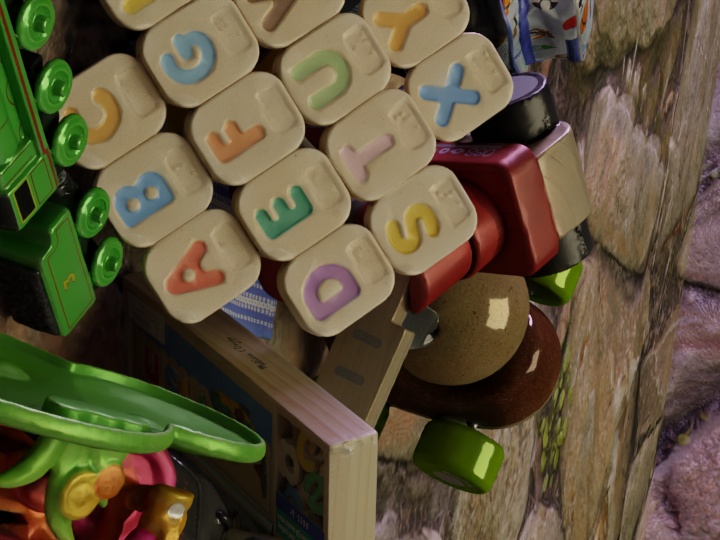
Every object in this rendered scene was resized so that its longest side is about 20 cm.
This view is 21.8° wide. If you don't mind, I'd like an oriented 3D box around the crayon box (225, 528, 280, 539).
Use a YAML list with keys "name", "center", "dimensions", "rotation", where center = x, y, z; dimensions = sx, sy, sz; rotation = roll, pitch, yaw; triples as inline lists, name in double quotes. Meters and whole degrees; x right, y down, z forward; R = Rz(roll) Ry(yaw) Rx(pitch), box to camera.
- name: "crayon box"
  center: [-0.101, 0.207, 0.844]
  dimensions: [0.052, 0.125, 0.201]
  rotation: [-46, 141, -60]

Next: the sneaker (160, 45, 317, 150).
- name: "sneaker"
  center: [-0.054, -0.140, 0.882]
  dimensions: [0.075, 0.090, 0.201]
  rotation: [-53, 148, -56]

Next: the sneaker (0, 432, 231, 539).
- name: "sneaker"
  center: [-0.089, 0.130, 0.751]
  dimensions: [0.071, 0.098, 0.201]
  rotation: [-59, -139, 41]

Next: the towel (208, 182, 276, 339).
- name: "towel"
  center: [-0.057, -0.066, 1.021]
  dimensions: [0.145, 0.024, 0.201]
  rotation: [28, 72, -71]

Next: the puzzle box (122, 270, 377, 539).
- name: "puzzle box"
  center: [-0.056, 0.094, 0.863]
  dimensions: [0.025, 0.200, 0.134]
  rotation: [-13, 117, -29]

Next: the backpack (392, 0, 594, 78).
- name: "backpack"
  center: [0.072, -0.196, 1.166]
  dimensions: [0.191, 0.153, 0.201]
  rotation: [91, 6, -78]

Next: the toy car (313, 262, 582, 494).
- name: "toy car"
  center: [0.041, 0.020, 1.131]
  dimensions: [0.200, 0.157, 0.165]
  rotation: [65, 47, -68]

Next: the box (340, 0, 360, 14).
- name: "box"
  center: [0.027, -0.247, 0.990]
  dimensions: [0.158, 0.051, 0.201]
  rotation: [154, -56, -67]

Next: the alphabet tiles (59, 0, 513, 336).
- name: "alphabet tiles"
  center: [-0.032, -0.077, 0.833]
  dimensions: [0.200, 0.195, 0.015]
  rotation: [59, -15, -11]

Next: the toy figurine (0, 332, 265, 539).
- name: "toy figurine"
  center: [-0.146, 0.117, 0.640]
  dimensions: [0.200, 0.150, 0.185]
  rotation: [19, 93, -42]

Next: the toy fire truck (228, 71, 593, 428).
- name: "toy fire truck"
  center: [0.000, 0.000, 0.937]
  dimensions: [0.200, 0.176, 0.129]
  rotation: [-39, 122, -39]

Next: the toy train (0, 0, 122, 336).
- name: "toy train"
  center: [-0.138, -0.052, 0.745]
  dimensions: [0.056, 0.042, 0.200]
  rotation: [-55, 151, -34]
